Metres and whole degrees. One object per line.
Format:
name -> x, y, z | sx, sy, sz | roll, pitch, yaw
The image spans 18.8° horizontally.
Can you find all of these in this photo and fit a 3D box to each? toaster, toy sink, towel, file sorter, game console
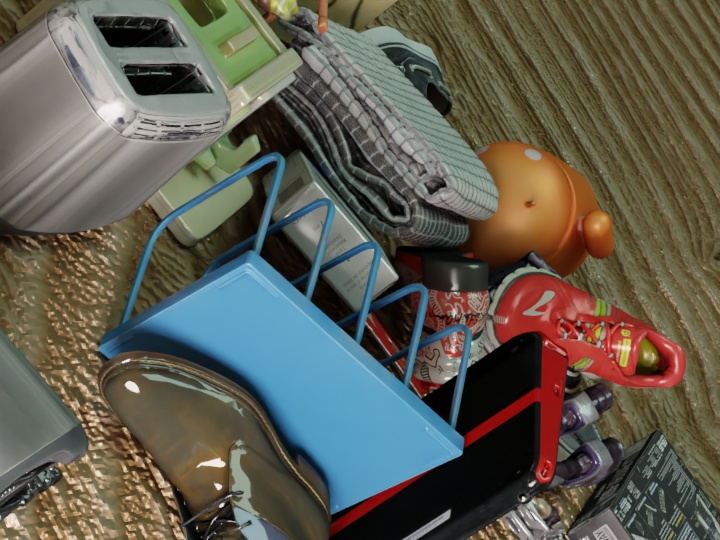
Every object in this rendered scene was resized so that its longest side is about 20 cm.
toaster -> -0.227, 0.081, 1.089 | 0.129, 0.114, 0.200 | 53, 26, 1
toy sink -> -0.124, -0.140, 1.548 | 0.200, 0.112, 0.130 | 53, 25, -4
toaster -> -0.175, -0.100, 1.367 | 0.114, 0.129, 0.200 | 59, 25, 11
towel -> 0.008, -0.105, 1.707 | 0.200, 0.086, 0.166 | 49, 12, 15
file sorter -> -0.039, 0.042, 1.414 | 0.200, 0.138, 0.123 | 43, 40, -25
game console -> 0.052, 0.134, 1.415 | 0.031, 0.200, 0.177 | 44, 27, -20

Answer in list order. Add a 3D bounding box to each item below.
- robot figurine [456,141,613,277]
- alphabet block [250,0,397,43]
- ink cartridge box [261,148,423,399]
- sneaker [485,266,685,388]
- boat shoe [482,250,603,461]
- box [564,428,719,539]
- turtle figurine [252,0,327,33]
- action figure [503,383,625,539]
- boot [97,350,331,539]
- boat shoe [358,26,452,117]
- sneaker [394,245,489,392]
robot figurine -> 0.141, -0.050, 1.882 | 0.144, 0.117, 0.200 | 52, 12, 17
alphabet block -> -0.054, -0.311, 1.781 | 0.195, 0.200, 0.197 | 6, 53, -59
ink cartridge box -> 0.000, 0.000, 1.595 | 0.176, 0.045, 0.200 | 50, 3, -11
sneaker -> 0.186, 0.049, 1.734 | 0.199, 0.085, 0.077 | 17, 87, -39
boat shoe -> 0.162, 0.078, 1.811 | 0.200, 0.093, 0.075 | 50, 25, -11
box -> 0.259, 0.239, 1.836 | 0.158, 0.050, 0.200 | 55, 25, -2
turtle figurine -> -0.107, -0.231, 1.631 | 0.064, 0.161, 0.201 | 14, 47, -55
action figure -> 0.134, 0.154, 1.702 | 0.200, 0.069, 0.131 | -16, 79, -51
boot -> -0.084, 0.132, 1.327 | 0.200, 0.075, 0.097 | 41, 25, -32
boat shoe -> 0.027, -0.162, 1.903 | 0.068, 0.072, 0.200 | 60, 18, 14
sneaker -> 0.061, 0.039, 1.722 | 0.201, 0.067, 0.109 | -142, -125, -83
